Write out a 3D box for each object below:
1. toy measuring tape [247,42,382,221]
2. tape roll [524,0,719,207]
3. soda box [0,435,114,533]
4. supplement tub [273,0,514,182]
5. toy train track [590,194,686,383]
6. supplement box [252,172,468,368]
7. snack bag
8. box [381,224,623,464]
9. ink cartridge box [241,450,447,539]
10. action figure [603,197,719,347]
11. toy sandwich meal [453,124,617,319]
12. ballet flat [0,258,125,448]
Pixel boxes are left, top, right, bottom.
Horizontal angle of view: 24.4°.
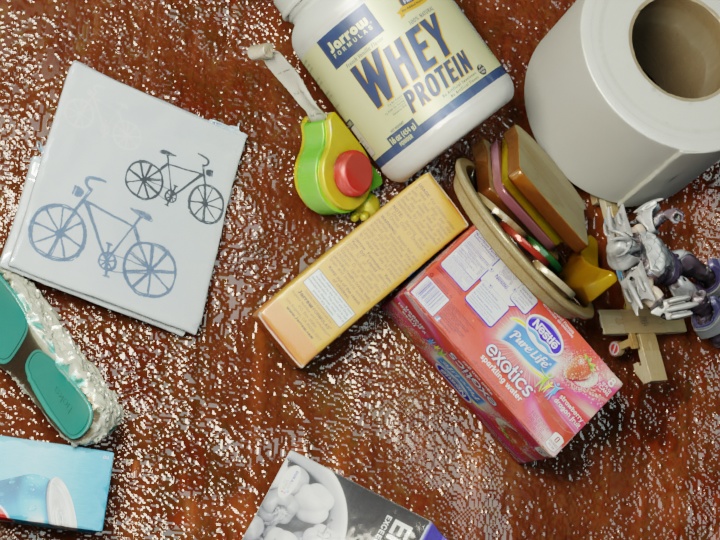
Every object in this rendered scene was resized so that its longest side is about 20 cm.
[{"bbox_3d":[-0.046,-0.109,1.483,0.074,0.073,0.200,-51,123,-18],"label":"toy measuring tape"},{"bbox_3d":[0.269,-0.179,1.554,0.201,0.139,0.205,6,70,-16],"label":"tape roll"},{"bbox_3d":[-0.309,0.171,1.384,0.198,0.064,0.069,10,77,-13],"label":"soda box"},{"bbox_3d":[0.029,-0.197,1.501,0.145,0.145,0.201,-37,91,-18],"label":"supplement tub"},{"bbox_3d":[0.247,0.012,1.579,0.114,0.032,0.202,1,70,-38],"label":"toy train track"},{"bbox_3d":[0.000,0.000,1.484,0.200,0.067,0.069,-42,93,-8],"label":"supplement box"},{"bbox_3d":[-0.203,-0.065,1.457,0.187,0.021,0.202,21,73,-27],"label":"snack bag"},{"bbox_3d":[0.126,0.068,1.506,0.100,0.095,0.200,-43,93,-17],"label":"box"},{"bbox_3d":[-0.021,0.284,1.415,0.199,0.043,0.199,24,73,16],"label":"ink cartridge box"},{"bbox_3d":[0.294,0.001,1.545,0.199,0.069,0.131,23,53,-38],"label":"action figure"},{"bbox_3d":[0.161,-0.044,1.491,0.070,0.205,0.205,-41,93,14],"label":"toy sandwich meal"},{"bbox_3d":[-0.269,0.068,1.412,0.071,0.072,0.200,-33,73,-18],"label":"ballet flat"}]
